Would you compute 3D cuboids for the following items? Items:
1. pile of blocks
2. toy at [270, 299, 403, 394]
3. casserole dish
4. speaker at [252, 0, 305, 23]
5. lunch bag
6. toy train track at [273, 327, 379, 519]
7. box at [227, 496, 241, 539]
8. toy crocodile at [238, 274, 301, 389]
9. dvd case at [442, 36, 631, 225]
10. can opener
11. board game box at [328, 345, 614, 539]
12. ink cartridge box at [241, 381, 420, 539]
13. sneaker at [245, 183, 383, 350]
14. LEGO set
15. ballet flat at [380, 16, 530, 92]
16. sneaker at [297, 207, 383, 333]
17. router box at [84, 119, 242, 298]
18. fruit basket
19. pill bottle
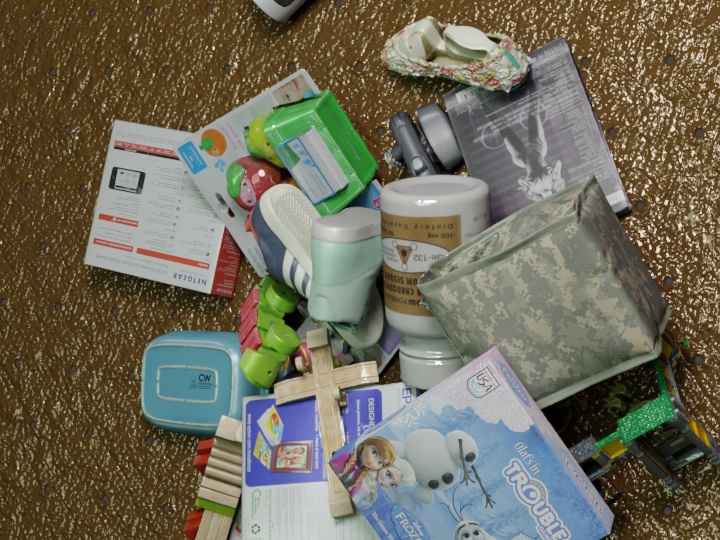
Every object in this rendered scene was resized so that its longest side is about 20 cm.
[{"bbox_3d":[-0.158,0.225,1.696,0.061,0.082,0.202,18,110,-2],"label":"pile of blocks"},{"bbox_3d":[-0.045,0.104,1.687,0.201,0.047,0.115,-51,61,14],"label":"toy"},{"bbox_3d":[-0.189,0.131,1.755,0.198,0.039,0.123,1,88,37],"label":"casserole dish"},{"bbox_3d":[-0.046,-0.380,1.737,0.200,0.081,0.082,-41,66,18],"label":"speaker"},{"bbox_3d":[0.169,0.033,1.443,0.199,0.118,0.165,-27,103,28],"label":"lunch bag"},{"bbox_3d":[-0.034,0.152,1.563,0.113,0.033,0.203,-14,67,10],"label":"toy train track"},{"bbox_3d":[-0.053,0.302,1.671,0.198,0.035,0.112,20,93,30],"label":"box"},{"bbox_3d":[-0.107,0.065,1.670,0.068,0.061,0.201,-54,21,24],"label":"toy crocodile"},{"bbox_3d":[0.183,-0.125,1.599,0.147,0.016,0.202,-24,71,18],"label":"dvd case"},{"bbox_3d":[0.083,-0.085,1.631,0.078,0.063,0.202,-28,70,23],"label":"can opener"},{"bbox_3d":[0.104,0.209,1.443,0.198,0.043,0.201,-35,93,20],"label":"board game box"},{"bbox_3d":[-0.027,0.222,1.576,0.197,0.047,0.200,-5,68,12],"label":"ink cartridge box"},{"bbox_3d":[-0.052,0.005,1.647,0.201,0.075,0.084,57,139,3],"label":"sneaker"},{"bbox_3d":[0.262,0.158,1.490,0.199,0.116,0.155,-38,37,16],"label":"LEGO set"},{"bbox_3d":[0.095,-0.241,1.631,0.198,0.064,0.076,15,65,38],"label":"ballet flat"},{"bbox_3d":[0.000,0.000,1.600,0.073,0.200,0.120,14,103,27],"label":"sneaker"},{"bbox_3d":[-0.225,-0.076,1.814,0.198,0.049,0.182,13,90,31],"label":"router box"},{"bbox_3d":[-0.089,-0.101,1.685,0.198,0.094,0.186,-27,106,23],"label":"fruit basket"},{"bbox_3d":[0.079,0.012,1.546,0.113,0.114,0.203,5,107,30],"label":"pill bottle"}]
